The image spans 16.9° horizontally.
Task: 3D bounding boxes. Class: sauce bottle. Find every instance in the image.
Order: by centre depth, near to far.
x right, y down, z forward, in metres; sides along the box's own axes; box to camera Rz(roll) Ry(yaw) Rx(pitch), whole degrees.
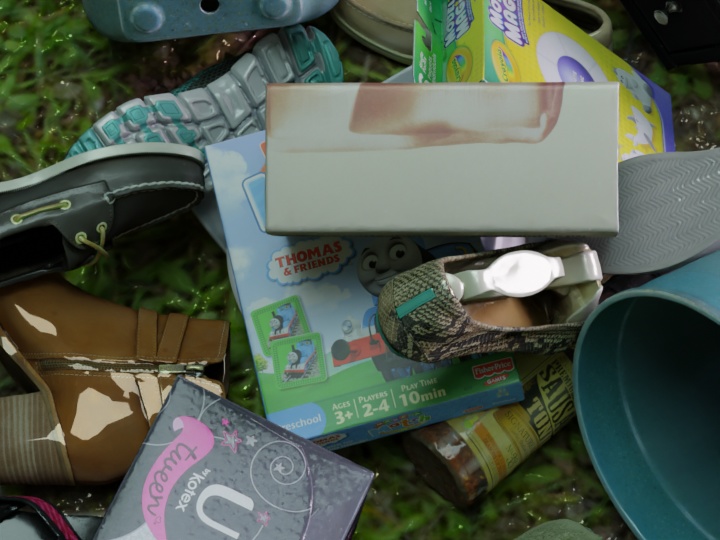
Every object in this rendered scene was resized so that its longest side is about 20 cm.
[{"bbox_3d":[0.115,0.059,1.469,0.200,0.066,0.066,-40,64,-17],"label":"sauce bottle"}]

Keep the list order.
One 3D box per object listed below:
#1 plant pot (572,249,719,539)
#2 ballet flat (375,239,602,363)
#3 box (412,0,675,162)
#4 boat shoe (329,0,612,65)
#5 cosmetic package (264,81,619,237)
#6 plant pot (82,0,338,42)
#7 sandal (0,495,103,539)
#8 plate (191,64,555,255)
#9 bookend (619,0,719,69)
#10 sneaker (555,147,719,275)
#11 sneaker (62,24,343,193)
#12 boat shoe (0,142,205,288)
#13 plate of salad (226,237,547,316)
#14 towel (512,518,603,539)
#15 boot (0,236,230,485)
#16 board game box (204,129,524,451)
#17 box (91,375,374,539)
[{"bbox_3d":[0.256,0.065,1.394,0.187,0.201,0.200,-28,59,-31],"label":"plant pot"},{"bbox_3d":[0.092,0.012,1.364,0.199,0.075,0.068,-7,68,-51],"label":"ballet flat"},{"bbox_3d":[0.113,-0.110,1.503,0.199,0.048,0.118,30,41,-27],"label":"box"},{"bbox_3d":[0.074,-0.173,1.614,0.198,0.065,0.073,18,61,14],"label":"boat shoe"},{"bbox_3d":[0.048,-0.063,1.380,0.198,0.103,0.088,1,90,3],"label":"cosmetic package"},{"bbox_3d":[-0.104,-0.248,1.557,0.194,0.198,0.201,-6,34,0],"label":"plant pot"},{"bbox_3d":[-0.210,0.164,1.436,0.198,0.045,0.076,12,60,11],"label":"sandal"},{"bbox_3d":[0.022,-0.020,1.543,0.199,0.032,0.200,-31,61,-14],"label":"plate"},{"bbox_3d":[0.263,-0.155,1.562,0.092,0.199,0.199,-46,22,-22],"label":"bookend"},{"bbox_3d":[0.225,-0.037,1.460,0.199,0.115,0.074,-17,74,24],"label":"sneaker"},{"bbox_3d":[-0.106,-0.089,1.566,0.199,0.091,0.078,-26,95,-19],"label":"sneaker"},{"bbox_3d":[-0.185,-0.025,1.457,0.199,0.072,0.061,-14,62,-10],"label":"boat shoe"},{"bbox_3d":[0.017,-0.016,1.495,0.198,0.048,0.202,-3,68,7],"label":"plate of salad"},{"bbox_3d":[0.092,0.195,1.340,0.148,0.037,0.200,-29,17,-14],"label":"towel"},{"bbox_3d":[-0.157,0.036,1.493,0.154,0.077,0.201,-7,59,-1],"label":"boot"},{"bbox_3d":[0.000,0.000,1.445,0.150,0.037,0.201,-15,66,1],"label":"board game box"},{"bbox_3d":[-0.093,0.184,1.352,0.131,0.115,0.201,26,67,3],"label":"box"}]
